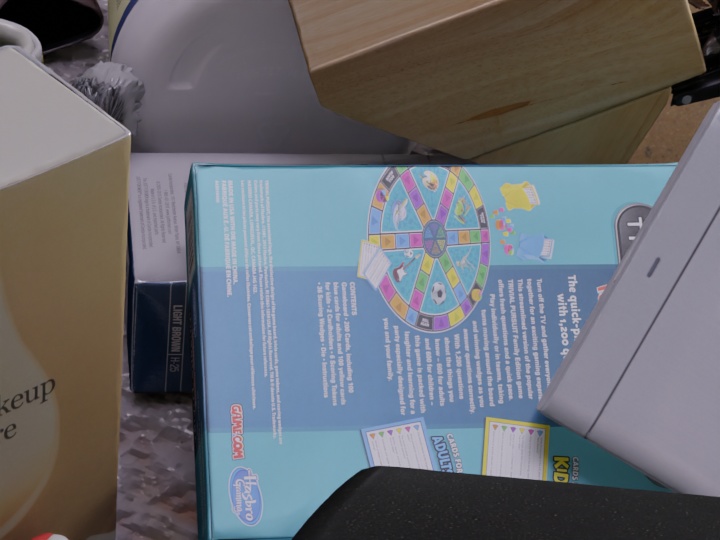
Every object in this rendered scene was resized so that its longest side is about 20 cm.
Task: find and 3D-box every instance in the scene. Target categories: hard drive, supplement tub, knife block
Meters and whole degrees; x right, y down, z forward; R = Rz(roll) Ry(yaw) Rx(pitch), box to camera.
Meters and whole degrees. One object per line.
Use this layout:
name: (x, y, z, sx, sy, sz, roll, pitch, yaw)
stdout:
hard drive: (0.184, 0.045, 0.838, 0.200, 0.132, 0.027, 30, -1, -1)
supplement tub: (-0.047, -0.131, 1.069, 0.145, 0.145, 0.200, 0, 36, -8)
knife block: (0.094, -0.123, 0.937, 0.200, 0.176, 0.064, 18, 29, -23)

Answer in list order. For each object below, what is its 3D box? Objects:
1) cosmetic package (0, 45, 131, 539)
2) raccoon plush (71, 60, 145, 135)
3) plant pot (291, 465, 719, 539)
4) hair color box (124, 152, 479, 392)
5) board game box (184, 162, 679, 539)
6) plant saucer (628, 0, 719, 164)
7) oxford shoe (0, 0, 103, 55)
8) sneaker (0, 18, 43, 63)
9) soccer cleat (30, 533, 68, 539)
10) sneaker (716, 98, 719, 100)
cosmetic package: (-0.140, 0.035, 0.784, 0.105, 0.200, 0.071, -26, 47, -35)
raccoon plush: (-0.189, -0.017, 0.939, 0.134, 0.097, 0.200, 15, 39, 20)
plant pot: (0.056, 0.162, 0.662, 0.200, 0.200, 0.177, 5, 25, 0)
hair color box: (0.000, 0.000, 0.969, 0.200, 0.061, 0.100, 0, 36, -9)
board game box: (0.035, 0.036, 0.880, 0.200, 0.047, 0.151, 0, 69, -9)
plant saucer: (0.144, -0.091, 1.065, 0.200, 0.035, 0.201, -9, 65, 21)
oxford shoe: (-0.215, -0.118, 1.095, 0.200, 0.071, 0.073, -23, 50, -34)
sneaker: (-0.231, -0.062, 0.977, 0.200, 0.116, 0.074, -8, 40, -15)
soccer cleat: (-0.109, 0.168, 0.728, 0.085, 0.069, 0.200, 16, 40, -1)
sneaker: (0.149, -0.095, 1.125, 0.079, 0.074, 0.200, -38, 54, -13)
